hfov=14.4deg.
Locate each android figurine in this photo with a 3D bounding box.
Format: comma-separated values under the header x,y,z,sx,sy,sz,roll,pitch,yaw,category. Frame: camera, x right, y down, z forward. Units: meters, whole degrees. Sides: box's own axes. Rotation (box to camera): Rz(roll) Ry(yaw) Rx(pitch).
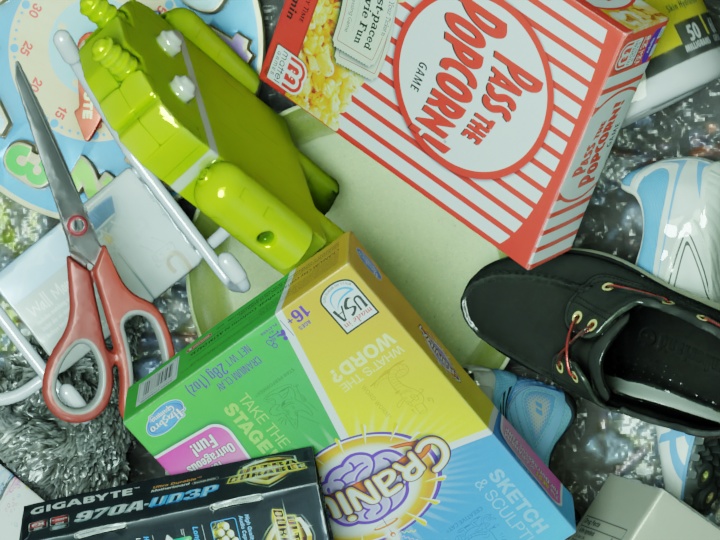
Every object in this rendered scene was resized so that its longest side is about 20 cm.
x,y,z,sx,sy,sz,roll,pitch,yaw,category
-0.078,-0.074,1.524,0.041,0.182,0.200,-39,124,15,android figurine

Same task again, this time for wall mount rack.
x,y,z,sx,sy,sz,roll,pitch,yaw,category
-0.158,-0.022,1.543,0.200,0.075,0.174,-39,97,-9,wall mount rack

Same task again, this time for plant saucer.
x,y,z,sx,sy,sz,roll,pitch,yaw,category
0.000,0.000,1.628,0.198,0.031,0.202,0,92,7,plant saucer

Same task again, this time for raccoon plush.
x,y,z,sx,sy,sz,roll,pitch,yaw,category
-0.133,0.082,1.626,0.134,0.097,0.200,-40,95,0,raccoon plush

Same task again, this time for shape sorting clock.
x,y,z,sx,sy,sz,roll,pitch,yaw,category
-0.152,-0.128,1.639,0.198,0.039,0.202,0,92,7,shape sorting clock

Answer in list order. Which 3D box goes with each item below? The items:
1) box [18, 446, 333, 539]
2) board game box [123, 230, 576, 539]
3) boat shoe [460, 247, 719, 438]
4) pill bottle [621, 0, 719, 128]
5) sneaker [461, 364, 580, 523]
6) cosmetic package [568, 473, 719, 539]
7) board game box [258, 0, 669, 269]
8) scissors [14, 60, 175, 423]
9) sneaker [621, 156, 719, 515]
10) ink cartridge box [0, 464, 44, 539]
x,y,z,sx,sy,sz,roll,pitch,yaw,category
-0.080,0.204,1.493,0.158,0.046,0.201,-12,112,1,box
-0.004,0.100,1.503,0.153,0.040,0.200,-35,110,16,board game box
0.138,0.037,1.542,0.200,0.063,0.074,18,106,28,boat shoe
0.114,-0.176,1.567,0.111,0.111,0.201,-26,89,7,pill bottle
0.083,0.154,1.599,0.089,0.078,0.201,3,107,-17,sneaker
0.123,0.215,1.544,0.071,0.105,0.201,34,86,-10,cosmetic package
0.052,-0.120,1.531,0.200,0.046,0.152,36,124,23,board game box
-0.140,-0.014,1.509,0.073,0.014,0.202,-6,93,-12,scissors
0.180,0.037,1.594,0.072,0.072,0.202,2,96,35,sneaker
-0.235,0.161,1.573,0.200,0.068,0.116,36,59,22,ink cartridge box
